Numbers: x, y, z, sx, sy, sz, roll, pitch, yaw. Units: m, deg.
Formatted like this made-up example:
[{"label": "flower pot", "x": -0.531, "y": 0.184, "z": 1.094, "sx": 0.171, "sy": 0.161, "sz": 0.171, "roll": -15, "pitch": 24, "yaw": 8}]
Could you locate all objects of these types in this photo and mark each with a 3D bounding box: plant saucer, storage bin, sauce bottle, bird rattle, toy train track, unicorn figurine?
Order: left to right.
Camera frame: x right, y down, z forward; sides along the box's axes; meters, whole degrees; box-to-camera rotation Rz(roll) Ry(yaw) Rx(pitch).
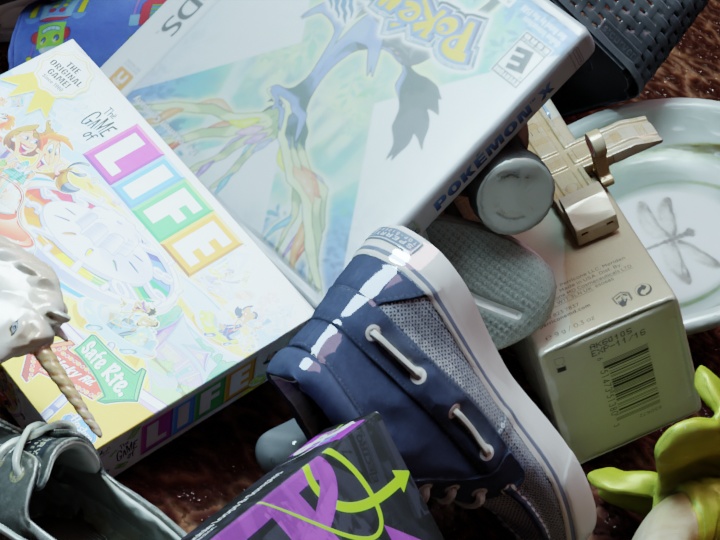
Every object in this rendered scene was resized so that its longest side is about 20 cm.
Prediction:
[{"label": "unicorn figurine", "x": -0.204, "y": 0.005, "z": 0.787, "sx": 0.136, "sy": 0.075, "sz": 0.200, "roll": -8, "pitch": 23, "yaw": -26}, {"label": "sauce bottle", "x": 0.048, "y": -0.078, "z": 0.981, "sx": 0.064, "sy": 0.065, "sz": 0.200, "roll": 11, "pitch": 24, "yaw": -20}, {"label": "toy train track", "x": 0.088, "y": -0.088, "z": 1.038, "sx": 0.114, "sy": 0.033, "sz": 0.201, "roll": -23, "pitch": 42, "yaw": -3}, {"label": "storage bin", "x": 0.121, "y": -0.179, "z": 1.226, "sx": 0.135, "sy": 0.094, "sz": 0.200, "roll": 42, "pitch": -13, "yaw": -12}, {"label": "plant saucer", "x": 0.178, "y": -0.021, "z": 1.137, "sx": 0.198, "sy": 0.051, "sz": 0.201, "roll": -9, "pitch": 42, "yaw": 8}, {"label": "bird rattle", "x": 0.194, "y": 0.156, "z": 0.911, "sx": 0.200, "sy": 0.113, "sz": 0.163, "roll": 40, "pitch": 43, "yaw": 1}]

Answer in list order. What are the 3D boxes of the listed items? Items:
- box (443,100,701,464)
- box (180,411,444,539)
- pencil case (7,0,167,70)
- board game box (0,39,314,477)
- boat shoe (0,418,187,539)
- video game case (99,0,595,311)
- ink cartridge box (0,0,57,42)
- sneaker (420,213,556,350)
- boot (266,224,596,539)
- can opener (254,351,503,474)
[{"label": "box", "x": 0.105, "y": -0.004, "z": 1.038, "sx": 0.077, "sy": 0.095, "sz": 0.201, "roll": -23, "pitch": 44, "yaw": -1}, {"label": "box", "x": -0.019, "y": 0.155, "z": 0.713, "sx": 0.200, "sy": 0.036, "sz": 0.144, "roll": -33, "pitch": 97, "yaw": -54}, {"label": "pencil case", "x": -0.091, "y": -0.118, "z": 1.040, "sx": 0.198, "sy": 0.079, "sz": 0.087, "roll": -3, "pitch": -21, "yaw": 23}, {"label": "board game box", "x": -0.133, "y": -0.007, "z": 0.888, "sx": 0.134, "sy": 0.034, "sz": 0.200, "roll": -31, "pitch": 64, "yaw": -27}, {"label": "boat shoe", "x": -0.125, "y": 0.093, "z": 0.769, "sx": 0.199, "sy": 0.071, "sz": 0.072, "roll": 33, "pitch": 31, "yaw": 15}, {"label": "video game case", "x": -0.015, "y": -0.099, "z": 0.932, "sx": 0.200, "sy": 0.182, "sz": 0.022, "roll": 42, "pitch": -4, "yaw": 32}, {"label": "ink cartridge box", "x": -0.117, "y": -0.188, "z": 1.083, "sx": 0.196, "sy": 0.200, "sz": 0.044, "roll": -9, "pitch": 77, "yaw": -28}, {"label": "sneaker", "x": 0.000, "y": 0.000, "z": 0.957, "sx": 0.198, "sy": 0.071, "sz": 0.080, "roll": 2, "pitch": 13, "yaw": 9}, {"label": "boot", "x": 0.031, "y": 0.081, "z": 0.865, "sx": 0.090, "sy": 0.201, "sz": 0.072, "roll": -47, "pitch": 32, "yaw": -22}, {"label": "can opener", "x": 0.007, "y": 0.073, "z": 0.935, "sx": 0.066, "sy": 0.054, "sz": 0.199, "roll": 4, "pitch": 16, "yaw": 36}]
